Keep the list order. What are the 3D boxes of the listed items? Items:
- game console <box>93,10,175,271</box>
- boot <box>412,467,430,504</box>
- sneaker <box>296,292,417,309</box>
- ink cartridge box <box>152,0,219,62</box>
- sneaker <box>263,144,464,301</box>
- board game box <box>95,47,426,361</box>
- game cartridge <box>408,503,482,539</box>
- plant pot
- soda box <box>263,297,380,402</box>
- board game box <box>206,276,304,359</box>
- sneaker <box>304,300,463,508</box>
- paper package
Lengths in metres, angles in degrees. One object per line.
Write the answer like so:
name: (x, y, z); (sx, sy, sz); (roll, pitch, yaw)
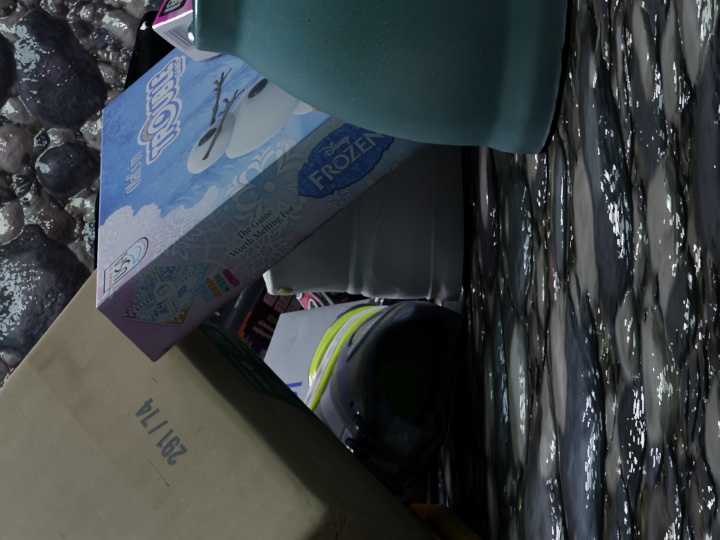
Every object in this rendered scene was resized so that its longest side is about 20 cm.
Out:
game console: (-0.083, -0.058, 1.591); (0.200, 0.116, 0.176); (111, 160, -55)
boot: (-0.032, 0.169, 1.554); (0.064, 0.186, 0.201); (-10, -81, -52)
sneaker: (0.000, 0.000, 1.509); (0.200, 0.080, 0.075); (40, -147, -75)
ink cartridge box: (-0.025, -0.194, 1.311); (0.095, 0.037, 0.200); (-15, 44, 55)
sneaker: (-0.011, -0.079, 1.368); (0.074, 0.115, 0.200); (93, 175, -63)
board game box: (-0.035, -0.078, 1.275); (0.043, 0.199, 0.200); (44, -163, -24)
game cartridge: (0.037, 0.219, 1.342); (0.176, 0.032, 0.201); (-173, 84, -86)
plant pot: (0.000, -0.144, 1.066); (0.200, 0.134, 0.201); (180, 90, -86)
soda box: (-0.028, 0.116, 1.410); (0.063, 0.068, 0.200); (40, -125, -35)
board game box: (-0.052, -0.024, 1.659); (0.166, 0.057, 0.200); (-62, -7, -3)
sneaker: (-0.003, 0.096, 1.330); (0.081, 0.074, 0.200); (-37, 34, 61)
paper package: (-0.092, 0.132, 1.275); (0.200, 0.191, 0.103); (43, -174, 39)
